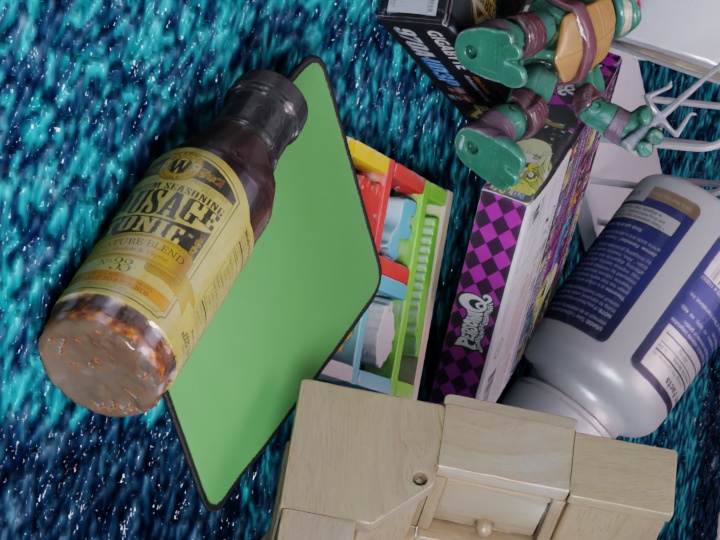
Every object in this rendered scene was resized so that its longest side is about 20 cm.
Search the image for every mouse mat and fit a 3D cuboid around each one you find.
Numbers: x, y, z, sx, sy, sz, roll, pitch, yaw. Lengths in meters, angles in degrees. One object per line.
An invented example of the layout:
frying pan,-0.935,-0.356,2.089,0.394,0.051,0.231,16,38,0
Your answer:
mouse mat,-0.049,0.005,1.242,0.200,0.008,0.161,-52,139,-40

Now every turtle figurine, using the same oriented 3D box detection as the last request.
turtle figurine,0.131,-0.133,1.425,0.200,0.101,0.150,-35,116,-41

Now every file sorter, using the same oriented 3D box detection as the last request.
file sorter,0.235,-0.077,1.774,0.200,0.124,0.139,70,35,-48

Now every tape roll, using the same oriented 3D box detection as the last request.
tape roll,0.226,-0.166,1.586,0.202,0.202,0.071,7,102,-67

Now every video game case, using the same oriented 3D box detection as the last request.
video game case,0.101,-0.016,1.515,0.181,0.036,0.200,-55,162,-48

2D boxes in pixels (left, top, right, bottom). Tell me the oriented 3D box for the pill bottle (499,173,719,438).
pill bottle,0.181,0.042,1.649,0.200,0.111,0.111,-52,148,-14

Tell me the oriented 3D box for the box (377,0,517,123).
box,0.077,-0.188,1.464,0.200,0.046,0.159,40,60,-64

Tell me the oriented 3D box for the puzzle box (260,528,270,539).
puzzle box,-0.060,0.230,1.290,0.200,0.025,0.133,-49,140,-54

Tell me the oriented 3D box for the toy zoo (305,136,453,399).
toy zoo,0.000,0.000,1.370,0.200,0.020,0.132,24,75,-66

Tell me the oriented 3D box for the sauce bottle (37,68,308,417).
sauce bottle,-0.081,-0.020,1.122,0.200,0.066,0.066,-64,151,-43

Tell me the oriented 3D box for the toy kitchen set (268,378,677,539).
toy kitchen set,0.045,0.185,1.270,0.163,0.199,0.181,104,-4,-56
